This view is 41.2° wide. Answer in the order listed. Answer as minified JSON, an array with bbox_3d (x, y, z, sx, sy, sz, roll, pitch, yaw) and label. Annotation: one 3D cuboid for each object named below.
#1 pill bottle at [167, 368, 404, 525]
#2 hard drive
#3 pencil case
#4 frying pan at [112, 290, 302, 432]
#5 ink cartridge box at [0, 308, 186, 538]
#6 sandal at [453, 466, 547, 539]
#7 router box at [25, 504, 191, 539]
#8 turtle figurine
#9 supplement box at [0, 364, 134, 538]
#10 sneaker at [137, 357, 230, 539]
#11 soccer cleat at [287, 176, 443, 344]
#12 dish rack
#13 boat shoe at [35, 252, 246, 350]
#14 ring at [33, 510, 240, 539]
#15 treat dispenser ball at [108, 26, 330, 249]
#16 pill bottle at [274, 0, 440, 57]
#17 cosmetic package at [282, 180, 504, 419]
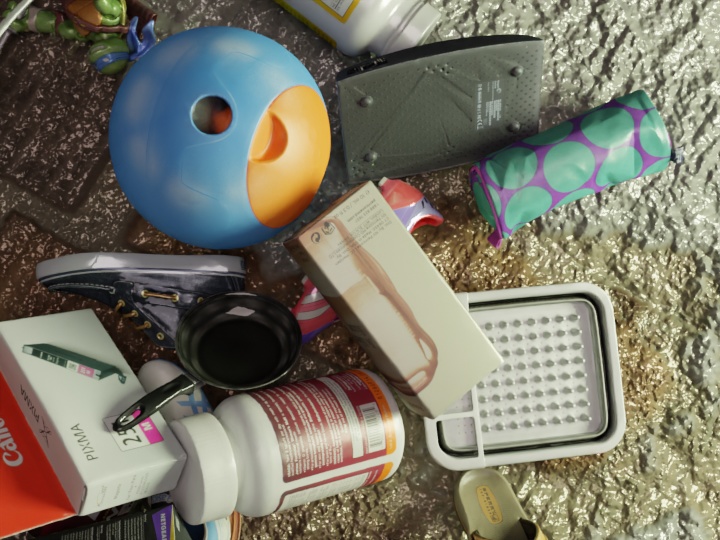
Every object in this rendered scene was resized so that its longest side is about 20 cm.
[{"bbox_3d":[-0.069,0.159,0.866,0.200,0.110,0.110,-8,87,-32],"label":"pill bottle"},{"bbox_3d":[0.076,-0.161,0.930,0.200,0.135,0.042,-13,45,-6],"label":"hard drive"},{"bbox_3d":[0.209,-0.102,0.950,0.200,0.085,0.093,-23,124,-4],"label":"pencil case"},{"bbox_3d":[-0.122,0.091,0.847,0.115,0.031,0.190,17,48,9],"label":"frying pan"},{"bbox_3d":[-0.270,0.120,0.802,0.200,0.173,0.044,47,128,33],"label":"ink cartridge box"},{"bbox_3d":[0.142,0.253,0.882,0.080,0.054,0.200,-7,42,-17],"label":"sandal"},{"bbox_3d":[-0.211,0.292,0.833,0.157,0.200,0.052,-13,46,-3],"label":"router box"},{"bbox_3d":[-0.302,-0.278,0.899,0.200,0.144,0.194,-13,84,-8],"label":"turtle figurine"},{"bbox_3d":[-0.295,0.162,0.874,0.200,0.061,0.109,33,97,17],"label":"supplement box"},{"bbox_3d":[-0.170,0.180,0.890,0.072,0.072,0.200,-15,88,20],"label":"sneaker"},{"bbox_3d":[0.000,0.000,0.940,0.076,0.067,0.200,35,81,4],"label":"soccer cleat"},{"bbox_3d":[0.156,0.103,0.955,0.200,0.044,0.172,-5,86,-4],"label":"dish rack"},{"bbox_3d":[-0.210,0.032,0.919,0.200,0.071,0.091,0,82,-6],"label":"boat shoe"},{"bbox_3d":[-0.217,0.243,0.934,0.200,0.019,0.201,0,87,-4],"label":"ring"},{"bbox_3d":[-0.127,-0.120,0.872,0.201,0.201,0.201,0,86,-4],"label":"treat dispenser ball"},{"bbox_3d":[-0.022,-0.282,0.936,0.200,0.104,0.104,38,85,-1],"label":"pill bottle"},{"bbox_3d":[0.026,0.027,0.865,0.087,0.103,0.200,-39,95,-10],"label":"cosmetic package"}]
